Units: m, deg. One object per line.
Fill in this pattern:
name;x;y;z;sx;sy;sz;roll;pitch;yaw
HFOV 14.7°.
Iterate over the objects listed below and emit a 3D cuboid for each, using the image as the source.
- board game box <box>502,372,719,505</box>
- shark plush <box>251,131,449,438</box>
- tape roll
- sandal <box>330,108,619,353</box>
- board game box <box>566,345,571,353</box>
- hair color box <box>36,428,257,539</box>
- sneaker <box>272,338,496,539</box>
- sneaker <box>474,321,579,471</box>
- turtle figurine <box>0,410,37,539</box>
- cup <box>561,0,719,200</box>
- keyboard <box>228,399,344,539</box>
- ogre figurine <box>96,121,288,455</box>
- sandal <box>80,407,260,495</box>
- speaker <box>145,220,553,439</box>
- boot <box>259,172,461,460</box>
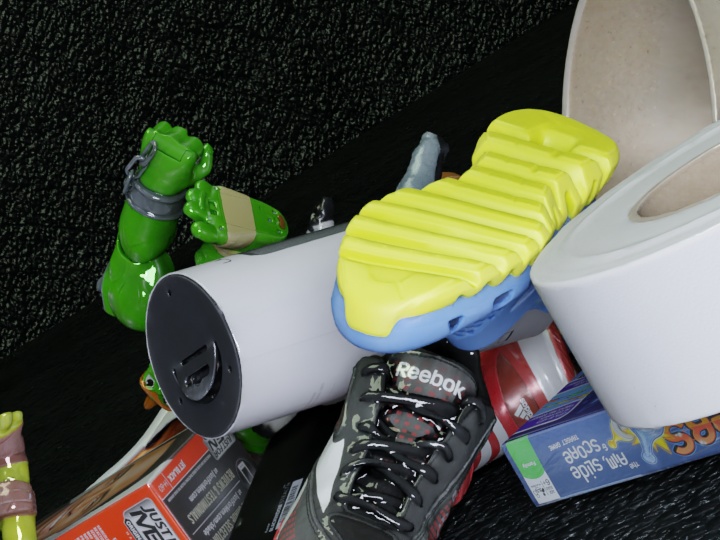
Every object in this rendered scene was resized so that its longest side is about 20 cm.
board game box;0.172;0.036;1.222;0.200;0.035;0.135;-22;12;47
shark plush;0.000;0.000;1.400;0.200;0.083;0.091;-48;25;-25
tape roll;0.171;-0.018;1.130;0.202;0.071;0.202;-29;9;5
sandal;0.053;0.000;1.225;0.079;0.087;0.200;22;30;26
board game box;0.152;0.004;1.609;0.200;0.035;0.135;-22;10;47
hair color box;-0.150;0.161;1.507;0.200;0.061;0.102;-32;7;27
sneaker;0.012;0.089;1.224;0.201;0.071;0.098;-59;-11;-59
sneaker;0.051;0.058;1.464;0.115;0.079;0.200;-28;6;0
turtle figurine;-0.170;0.157;1.417;0.199;0.162;0.064;-27;-15;10
cup;0.205;-0.073;1.430;0.143;0.201;0.200;-3;-1;-17
keyboard;-0.014;0.121;1.351;0.104;0.040;0.200;-22;29;31
ogre figurine;-0.066;0.026;1.522;0.120;0.200;0.098;-47;16;38
sandal;-0.095;0.121;1.637;0.059;0.079;0.207;-20;20;47
speaker;-0.001;0.017;1.320;0.199;0.082;0.081;-17;-1;-34
boot;0.010;0.027;1.632;0.200;0.077;0.155;-56;12;9
